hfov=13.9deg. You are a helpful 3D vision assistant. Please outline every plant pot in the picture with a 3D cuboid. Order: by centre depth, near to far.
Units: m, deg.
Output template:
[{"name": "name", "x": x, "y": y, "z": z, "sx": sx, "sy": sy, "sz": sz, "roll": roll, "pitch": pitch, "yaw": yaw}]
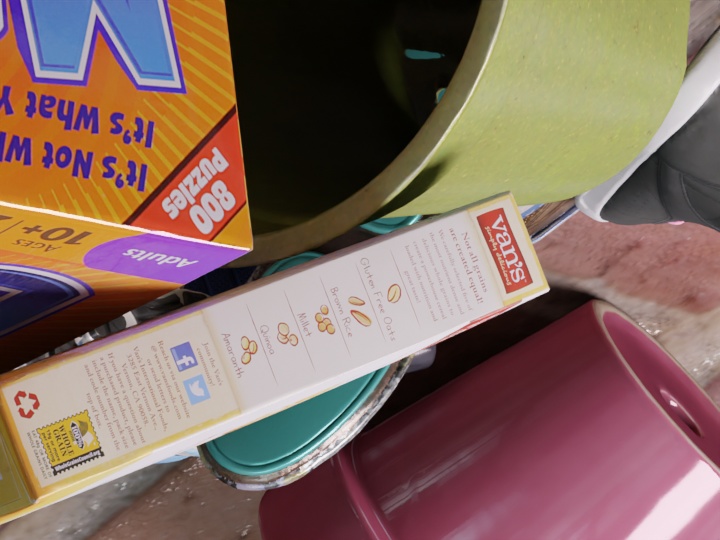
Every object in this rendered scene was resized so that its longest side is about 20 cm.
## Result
[{"name": "plant pot", "x": 0.013, "y": -0.092, "z": 0.978, "sx": 0.200, "sy": 0.200, "sz": 0.190, "roll": -33, "pitch": 158, "yaw": 26}, {"name": "plant pot", "x": 0.082, "y": 0.118, "z": 1.342, "sx": 0.179, "sy": 0.200, "sz": 0.200, "roll": -43, "pitch": 143, "yaw": 13}]

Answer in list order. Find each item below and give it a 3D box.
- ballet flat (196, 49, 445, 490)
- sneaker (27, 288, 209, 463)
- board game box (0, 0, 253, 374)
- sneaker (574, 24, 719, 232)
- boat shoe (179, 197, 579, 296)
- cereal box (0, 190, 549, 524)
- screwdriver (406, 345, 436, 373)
[{"name": "ballet flat", "x": 0.000, "y": 0.000, "z": 1.121, "sx": 0.072, "sy": 0.201, "sz": 0.072, "roll": 25, "pitch": 165, "yaw": 7}, {"name": "sneaker", "x": -0.120, "y": 0.037, "z": 1.092, "sx": 0.090, "sy": 0.079, "sz": 0.200, "roll": -23, "pitch": 148, "yaw": 23}, {"name": "board game box", "x": -0.177, "y": -0.080, "z": 0.821, "sx": 0.200, "sy": 0.200, "sz": 0.200, "roll": 11, "pitch": 153, "yaw": -43}, {"name": "sneaker", "x": 0.145, "y": -0.028, "z": 1.117, "sx": 0.071, "sy": 0.099, "sz": 0.200, "roll": -49, "pitch": 178, "yaw": -11}, {"name": "boat shoe", "x": 0.018, "y": -0.006, "z": 1.204, "sx": 0.200, "sy": 0.072, "sz": 0.072, "roll": -28, "pitch": 149, "yaw": 19}, {"name": "cereal box", "x": -0.059, "y": 0.035, "z": 0.876, "sx": 0.200, "sy": 0.040, "sz": 0.144, "roll": -20, "pitch": 177, "yaw": -39}, {"name": "screwdriver", "x": -0.062, "y": 0.041, "z": 1.291, "sx": 0.200, "sy": 0.028, "sz": 0.029, "roll": -5, "pitch": 177, "yaw": -15}]
